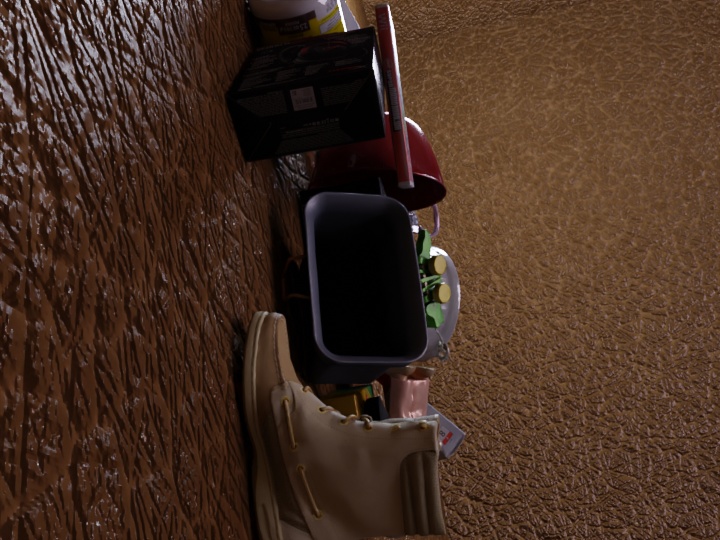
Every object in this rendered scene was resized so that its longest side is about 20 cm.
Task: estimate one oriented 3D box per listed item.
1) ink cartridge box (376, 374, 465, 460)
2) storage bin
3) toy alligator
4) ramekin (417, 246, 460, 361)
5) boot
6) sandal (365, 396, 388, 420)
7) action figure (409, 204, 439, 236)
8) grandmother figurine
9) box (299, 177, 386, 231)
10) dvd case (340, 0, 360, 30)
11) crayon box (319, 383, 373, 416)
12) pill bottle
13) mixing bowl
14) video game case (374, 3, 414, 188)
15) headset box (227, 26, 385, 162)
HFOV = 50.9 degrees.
[{"bbox_3d":[0.049,0.194,1.085,0.050,0.199,0.162,-52,172,-14],"label":"ink cartridge box"},{"bbox_3d":[-0.022,0.034,0.855,0.135,0.144,0.201,120,-33,-57],"label":"storage bin"},{"bbox_3d":[0.094,0.043,1.104,0.054,0.059,0.202,-16,101,-42],"label":"toy alligator"},{"bbox_3d":[0.071,0.051,1.291,0.200,0.097,0.202,-24,-119,55],"label":"ramekin"},{"bbox_3d":[-0.013,0.122,0.616,0.073,0.154,0.202,58,23,-71],"label":"boot"},{"bbox_3d":[0.048,0.229,0.984,0.201,0.048,0.076,70,13,-54],"label":"sandal"},{"bbox_3d":[0.032,-0.105,1.353,0.200,0.148,0.135,150,-56,-63],"label":"action figure"},{"bbox_3d":[0.052,0.214,0.897,0.060,0.121,0.202,-2,-100,57],"label":"grandmother figurine"},{"bbox_3d":[0.000,0.000,1.072,0.200,0.116,0.198,59,21,-74],"label":"box"},{"bbox_3d":[-0.052,-0.336,1.098,0.200,0.017,0.143,52,55,-48],"label":"dvd case"},{"bbox_3d":[-0.010,0.215,0.945,0.200,0.050,0.128,24,57,-81],"label":"crayon box"},{"bbox_3d":[-0.064,-0.269,0.967,0.110,0.108,0.201,-93,170,-46],"label":"pill bottle"},{"bbox_3d":[0.024,-0.161,1.086,0.200,0.198,0.109,52,38,-75],"label":"mixing bowl"},{"bbox_3d":[0.042,-0.199,0.905,0.143,0.017,0.202,-46,128,-82],"label":"video game case"},{"bbox_3d":[-0.049,-0.200,0.824,0.200,0.147,0.075,-89,168,-60],"label":"headset box"}]
